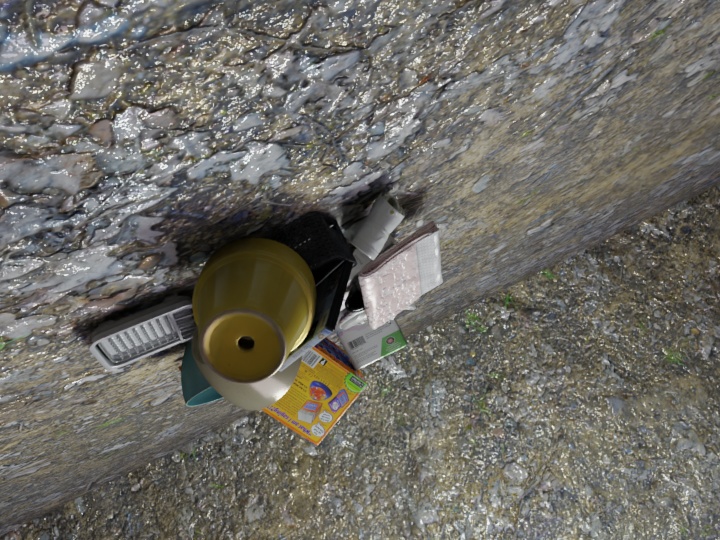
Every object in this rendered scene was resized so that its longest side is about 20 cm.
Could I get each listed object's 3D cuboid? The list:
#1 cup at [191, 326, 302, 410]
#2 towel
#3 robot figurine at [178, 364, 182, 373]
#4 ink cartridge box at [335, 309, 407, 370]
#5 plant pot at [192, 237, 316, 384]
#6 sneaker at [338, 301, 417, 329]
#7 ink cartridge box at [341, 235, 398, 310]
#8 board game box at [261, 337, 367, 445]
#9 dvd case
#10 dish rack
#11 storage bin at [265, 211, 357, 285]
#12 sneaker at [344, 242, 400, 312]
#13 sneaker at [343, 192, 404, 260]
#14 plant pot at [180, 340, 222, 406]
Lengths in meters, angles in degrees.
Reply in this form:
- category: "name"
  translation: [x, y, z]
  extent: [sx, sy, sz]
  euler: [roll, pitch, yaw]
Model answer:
- category: "cup"
  translation: [-0.229, 0.147, 1.340]
  extent: [0.200, 0.201, 0.143]
  euler: [-31, 144, 20]
- category: "towel"
  translation: [0.084, 0.015, 1.436]
  extent: [0.191, 0.032, 0.200]
  euler: [-34, 147, -15]
- category: "robot figurine"
  translation: [-0.348, 0.218, 1.804]
  extent: [0.145, 0.058, 0.200]
  euler: [-38, 162, 35]
- category: "ink cartridge box"
  translation: [0.007, 0.123, 1.787]
  extent: [0.145, 0.200, 0.084]
  euler: [-27, -176, 2]
- category: "plant pot"
  translation: [-0.170, 0.074, 1.120]
  extent: [0.200, 0.201, 0.189]
  euler: [-28, -159, 10]
- category: "sneaker"
  translation: [0.042, 0.101, 1.701]
  extent: [0.200, 0.082, 0.075]
  euler: [-26, -170, 11]
- category: "ink cartridge box"
  translation: [0.000, 0.000, 1.549]
  extent: [0.200, 0.050, 0.161]
  euler: [-41, 166, 5]
- category: "board game box"
  translation: [-0.139, 0.269, 1.801]
  extent: [0.200, 0.200, 0.200]
  euler: [-51, -160, 3]
- category: "dvd case"
  translation: [-0.082, 0.080, 1.247]
  extent: [0.018, 0.143, 0.200]
  euler: [29, 141, -17]
- category: "dish rack"
  translation: [-0.386, 0.107, 1.307]
  extent: [0.200, 0.044, 0.172]
  euler: [-23, 162, -14]
- category: "storage bin"
  translation: [-0.122, -0.009, 1.276]
  extent: [0.200, 0.094, 0.135]
  euler: [-30, 167, 13]
- category: "sneaker"
  translation: [0.036, 0.023, 1.476]
  extent: [0.200, 0.066, 0.090]
  euler: [-47, 170, 28]
- category: "sneaker"
  translation: [0.031, -0.084, 1.315]
  extent: [0.116, 0.074, 0.200]
  euler: [-53, -169, 1]
- category: "plant pot"
  translation: [-0.323, 0.204, 1.628]
  extent: [0.200, 0.135, 0.200]
  euler: [-24, 166, -6]
